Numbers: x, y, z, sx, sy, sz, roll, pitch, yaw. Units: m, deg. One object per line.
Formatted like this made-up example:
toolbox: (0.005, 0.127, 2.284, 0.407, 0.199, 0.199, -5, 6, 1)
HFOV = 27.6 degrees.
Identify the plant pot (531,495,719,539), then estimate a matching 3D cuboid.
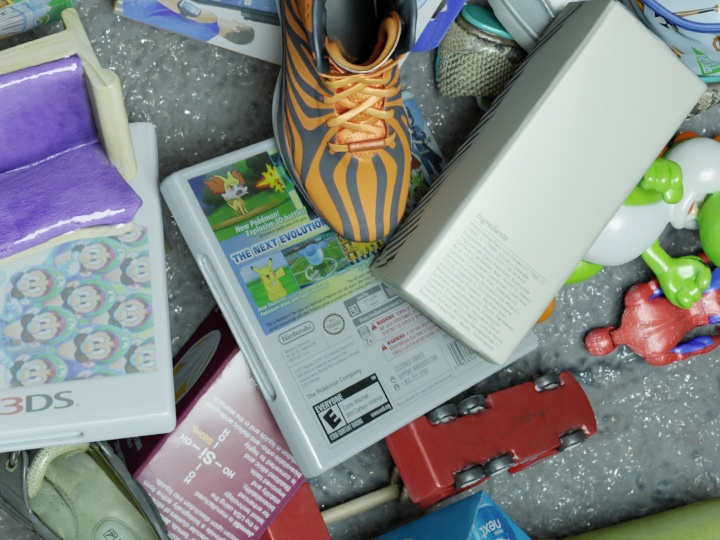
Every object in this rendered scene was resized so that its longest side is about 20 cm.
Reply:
plant pot: (0.193, 0.237, 0.952, 0.183, 0.200, 0.202, -19, 103, -22)

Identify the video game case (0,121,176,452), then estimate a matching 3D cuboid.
video game case: (-0.196, 0.007, 0.797, 0.181, 0.201, 0.024, -6, 145, -4)

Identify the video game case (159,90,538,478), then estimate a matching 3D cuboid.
video game case: (0.000, 0.000, 0.862, 0.199, 0.022, 0.183, -24, 86, -41)

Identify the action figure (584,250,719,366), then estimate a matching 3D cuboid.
action figure: (0.244, 0.018, 0.991, 0.199, 0.052, 0.066, -20, 98, -6)

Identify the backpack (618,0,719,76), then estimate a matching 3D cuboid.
backpack: (0.237, -0.214, 0.874, 0.190, 0.154, 0.201, -30, 63, 10)

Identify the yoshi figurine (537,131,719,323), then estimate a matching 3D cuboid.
yoshi figurine: (0.191, -0.026, 0.927, 0.199, 0.112, 0.113, -18, 93, -10)

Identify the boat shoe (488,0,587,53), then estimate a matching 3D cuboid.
boat shoe: (0.102, -0.210, 0.878, 0.070, 0.072, 0.202, -27, 86, -19)

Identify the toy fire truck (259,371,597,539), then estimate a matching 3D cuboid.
toy fire truck: (0.039, 0.128, 0.927, 0.199, 0.141, 0.049, -13, 72, -38)

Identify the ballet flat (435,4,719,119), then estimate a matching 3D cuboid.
ballet flat: (0.142, -0.116, 0.942, 0.199, 0.068, 0.076, 9, 118, -10)

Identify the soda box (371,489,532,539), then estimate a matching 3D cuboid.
soda box: (0.016, 0.208, 0.892, 0.064, 0.068, 0.200, 45, 129, -15)

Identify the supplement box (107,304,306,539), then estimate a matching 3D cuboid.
supplement box: (-0.096, 0.115, 0.886, 0.086, 0.110, 0.200, 40, 88, -17)

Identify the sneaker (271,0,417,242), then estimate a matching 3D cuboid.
sneaker: (-0.008, -0.097, 0.774, 0.077, 0.112, 0.201, -15, 112, -6)

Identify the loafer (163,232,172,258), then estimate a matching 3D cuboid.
loafer: (-0.182, 0.038, 0.870, 0.067, 0.076, 0.201, 35, 89, -10)

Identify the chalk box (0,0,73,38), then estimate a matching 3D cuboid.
chalk box: (-0.225, -0.190, 0.779, 0.199, 0.124, 0.125, -21, 89, -9)

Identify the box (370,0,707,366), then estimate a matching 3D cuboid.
box: (0.100, -0.052, 0.835, 0.082, 0.068, 0.200, 39, 87, -18)

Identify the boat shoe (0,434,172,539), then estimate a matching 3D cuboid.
boat shoe: (-0.166, 0.104, 0.786, 0.201, 0.066, 0.072, 45, 60, 4)

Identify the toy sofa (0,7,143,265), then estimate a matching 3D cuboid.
toy sofa: (-0.220, -0.053, 0.776, 0.199, 0.098, 0.083, -20, 147, -13)

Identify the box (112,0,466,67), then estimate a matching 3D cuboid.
box: (-0.034, -0.170, 0.856, 0.199, 0.119, 0.042, 17, 54, -15)
